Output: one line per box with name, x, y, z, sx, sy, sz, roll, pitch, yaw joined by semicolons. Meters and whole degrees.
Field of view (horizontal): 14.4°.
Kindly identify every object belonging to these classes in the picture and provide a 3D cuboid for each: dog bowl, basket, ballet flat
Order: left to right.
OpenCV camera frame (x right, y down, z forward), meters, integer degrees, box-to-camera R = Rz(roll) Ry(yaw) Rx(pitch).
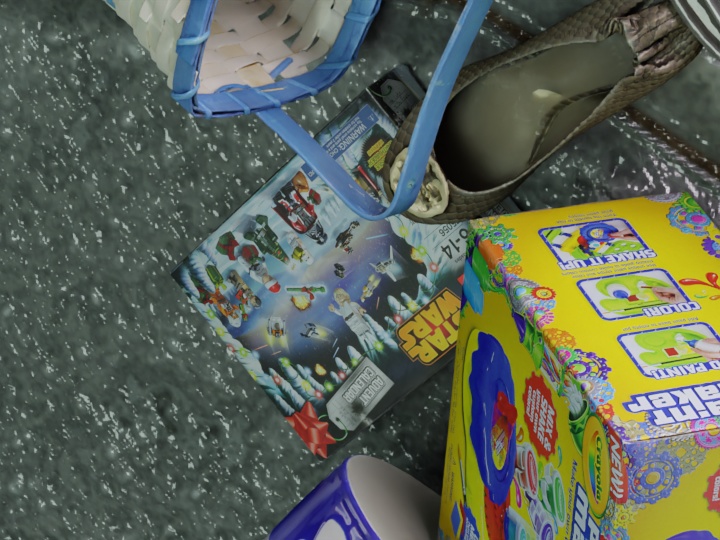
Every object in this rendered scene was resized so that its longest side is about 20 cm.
basket;-0.024;-0.145;1.379;0.200;0.139;0.177;45;130;28
dog bowl;0.037;0.192;1.487;0.200;0.200;0.079;45;100;8
ballet flat;0.083;-0.079;1.383;0.200;0.046;0.067;-30;94;32

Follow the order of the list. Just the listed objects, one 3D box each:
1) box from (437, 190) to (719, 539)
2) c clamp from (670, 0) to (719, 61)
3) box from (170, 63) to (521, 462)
box;0.131;0.100;1.360;0.193;0.122;0.200;-123;31;-53
c clamp;0.229;-0.134;1.267;0.200;0.027;0.171;-24;96;35
box;0.000;0.000;1.521;0.137;0.040;0.200;50;133;2
